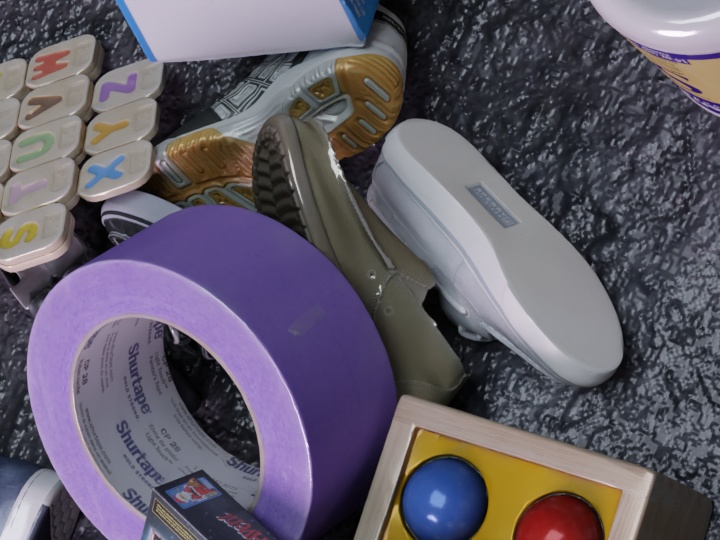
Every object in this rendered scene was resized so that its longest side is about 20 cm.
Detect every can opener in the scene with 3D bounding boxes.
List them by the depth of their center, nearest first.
[{"bbox_3d":[-0.170,0.024,1.735,0.053,0.067,0.200,-40,75,-1],"label":"can opener"}]

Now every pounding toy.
[{"bbox_3d":[0.080,0.188,1.514,0.184,0.142,0.200,16,84,28],"label":"pounding toy"}]

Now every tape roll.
[{"bbox_3d":[-0.083,0.070,1.581,0.200,0.085,0.200,19,123,31],"label":"tape roll"}]

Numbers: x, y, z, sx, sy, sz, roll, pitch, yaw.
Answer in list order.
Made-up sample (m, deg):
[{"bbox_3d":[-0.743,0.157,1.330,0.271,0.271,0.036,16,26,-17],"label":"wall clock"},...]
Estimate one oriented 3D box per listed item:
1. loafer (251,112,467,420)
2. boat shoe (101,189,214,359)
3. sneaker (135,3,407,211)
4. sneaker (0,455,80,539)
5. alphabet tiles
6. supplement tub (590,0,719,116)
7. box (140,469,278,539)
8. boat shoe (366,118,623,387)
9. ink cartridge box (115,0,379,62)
[{"bbox_3d":[0.000,0.000,1.597,0.068,0.076,0.200,-25,100,-21],"label":"loafer"},{"bbox_3d":[-0.086,0.022,1.677,0.199,0.074,0.068,33,77,19],"label":"boat shoe"},{"bbox_3d":[-0.047,-0.091,1.699,0.200,0.076,0.088,-25,32,30],"label":"sneaker"},{"bbox_3d":[-0.271,0.193,1.709,0.146,0.077,0.203,20,76,17],"label":"sneaker"},{"bbox_3d":[-0.211,-0.067,1.736,0.195,0.015,0.200,-17,40,18],"label":"alphabet tiles"},{"bbox_3d":[0.208,-0.160,1.512,0.145,0.200,0.146,-7,73,24],"label":"supplement tub"},{"bbox_3d":[-0.049,0.220,1.517,0.200,0.038,0.137,40,130,32],"label":"box"},{"bbox_3d":[0.070,0.002,1.615,0.200,0.072,0.069,47,130,22],"label":"boat shoe"},{"bbox_3d":[-0.061,-0.246,1.654,0.144,0.147,0.200,-3,48,25],"label":"ink cartridge box"}]
